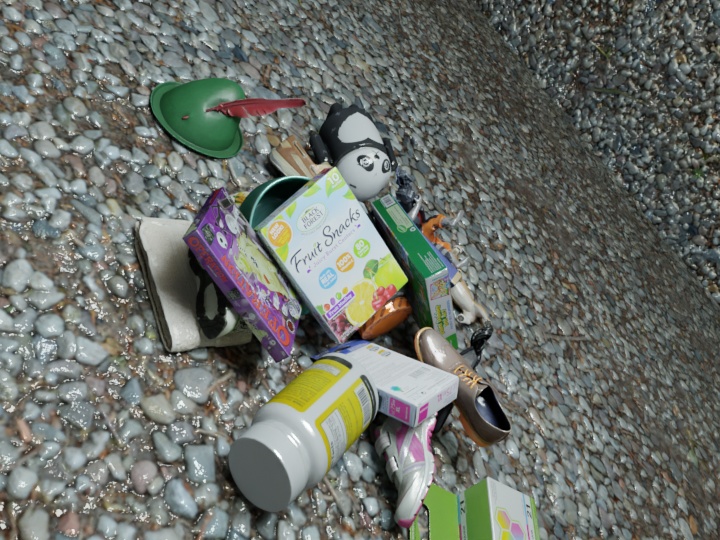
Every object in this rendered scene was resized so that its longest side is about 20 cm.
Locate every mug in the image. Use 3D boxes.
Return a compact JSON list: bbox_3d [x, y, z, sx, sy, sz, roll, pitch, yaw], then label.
[{"bbox_3d":[-0.119,-0.045,0.957,0.149,0.114,0.191,22,83,-27],"label":"mug"}]

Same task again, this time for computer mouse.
[{"bbox_3d":[0.149,0.181,1.051,0.052,0.141,0.200,29,46,15],"label":"computer mouse"}]

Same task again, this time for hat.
[{"bbox_3d":[-0.222,-0.304,1.047,0.196,0.176,0.169,18,44,-33],"label":"hat"}]

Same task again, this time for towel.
[{"bbox_3d":[-0.229,0.014,0.868,0.130,0.034,0.204,0,57,-45],"label":"towel"}]

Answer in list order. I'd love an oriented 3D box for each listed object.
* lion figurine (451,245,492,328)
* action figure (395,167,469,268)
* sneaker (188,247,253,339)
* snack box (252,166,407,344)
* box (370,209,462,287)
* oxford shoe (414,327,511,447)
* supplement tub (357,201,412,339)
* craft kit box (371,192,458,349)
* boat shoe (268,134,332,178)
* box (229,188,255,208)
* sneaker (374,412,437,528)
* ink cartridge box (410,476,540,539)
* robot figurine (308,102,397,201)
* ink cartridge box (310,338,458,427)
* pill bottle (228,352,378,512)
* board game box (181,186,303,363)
[{"bbox_3d":[0.202,0.048,1.260,0.122,0.071,0.205,-3,70,-79],"label":"lion figurine"},{"bbox_3d":[0.103,-0.087,1.197,0.106,0.189,0.202,-59,144,-26],"label":"action figure"},{"bbox_3d":[-0.177,0.003,0.858,0.088,0.076,0.206,23,48,-47],"label":"sneaker"},{"bbox_3d":[-0.039,-0.020,0.903,0.142,0.053,0.202,-41,110,-17],"label":"snack box"},{"bbox_3d":[0.087,-0.036,1.169,0.200,0.121,0.032,45,64,-3],"label":"box"},{"bbox_3d":[0.157,0.164,0.949,0.071,0.073,0.202,-33,81,-31],"label":"oxford shoe"},{"bbox_3d":[0.000,0.000,1.042,0.120,0.123,0.204,-4,59,-47],"label":"supplement tub"},{"bbox_3d":[0.091,0.008,1.051,0.202,0.047,0.200,58,-8,43],"label":"craft kit box"},{"bbox_3d":[-0.074,-0.161,1.138,0.199,0.072,0.076,43,1,-8],"label":"boat shoe"},{"bbox_3d":[-0.166,-0.107,1.031,0.038,0.042,0.198,30,29,23],"label":"box"},{"bbox_3d":[0.058,0.261,0.900,0.085,0.083,0.203,11,44,-1],"label":"sneaker"},{"bbox_3d":[0.165,0.375,0.902,0.197,0.076,0.151,31,39,-23],"label":"ink cartridge box"},{"bbox_3d":[-0.013,-0.235,1.244,0.125,0.147,0.204,57,12,-60],"label":"robot figurine"},{"bbox_3d":[0.033,0.158,0.932,0.196,0.043,0.118,20,22,35],"label":"ink cartridge box"},{"bbox_3d":[-0.067,0.197,0.796,0.115,0.114,0.199,49,36,5],"label":"pill bottle"},{"bbox_3d":[-0.143,0.005,0.814,0.203,0.032,0.121,58,24,-25],"label":"board game box"}]
